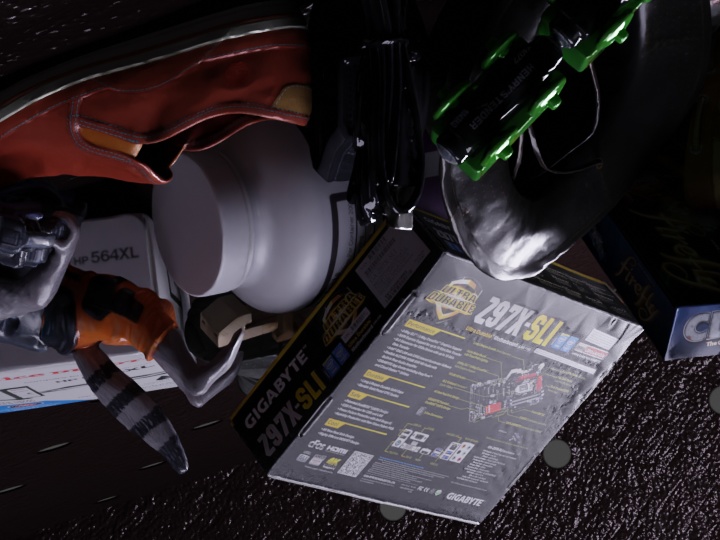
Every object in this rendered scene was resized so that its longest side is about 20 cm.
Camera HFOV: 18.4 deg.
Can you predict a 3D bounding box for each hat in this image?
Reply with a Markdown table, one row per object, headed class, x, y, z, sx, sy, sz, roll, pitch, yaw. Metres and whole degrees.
| class | x | y | z | sx | sy | sz | roll | pitch | yaw |
| --- | --- | --- | --- | --- | --- | --- | --- | --- | --- |
| hat | 0.083 | -0.100 | 1.073 | 0.081 | 0.202 | 0.200 | 28 | -157 | 36 |

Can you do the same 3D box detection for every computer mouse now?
| class | x | y | z | sx | sy | sz | roll | pitch | yaw |
| --- | --- | --- | --- | --- | --- | --- | --- | --- | --- |
| computer mouse | 0.010 | -0.084 | 0.980 | 0.052 | 0.140 | 0.200 | -2 | 179 | -7 |

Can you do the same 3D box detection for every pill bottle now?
| class | x | y | z | sx | sy | sz | roll | pitch | yaw |
| --- | --- | --- | --- | --- | --- | --- | --- | --- | --- |
| pill bottle | -0.010 | -0.041 | 1.217 | 0.199 | 0.113 | 0.112 | -11 | 169 | -33 |

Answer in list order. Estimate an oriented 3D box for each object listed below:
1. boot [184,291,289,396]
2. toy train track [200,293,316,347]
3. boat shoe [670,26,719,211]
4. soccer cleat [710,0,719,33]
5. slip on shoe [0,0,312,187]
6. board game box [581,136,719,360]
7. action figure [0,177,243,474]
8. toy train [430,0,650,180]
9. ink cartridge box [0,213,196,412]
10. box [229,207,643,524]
| class | x | y | z | sx | sy | sz | roll | pitch | yaw |
| --- | --- | --- | --- | --- | --- | --- | --- | --- | --- |
| boot | -0.002 | 0.050 | 1.382 | 0.198 | 0.068 | 0.131 | 3 | 164 | 21 |
| toy train track | 0.000 | 0.000 | 1.286 | 0.199 | 0.033 | 0.115 | -16 | -144 | -28 |
| boat shoe | 0.195 | -0.097 | 1.187 | 0.073 | 0.076 | 0.201 | -7 | -148 | 10 |
| soccer cleat | 0.135 | -0.110 | 1.165 | 0.198 | 0.086 | 0.069 | -19 | 171 | 12 |
| slip on shoe | -0.111 | -0.067 | 1.029 | 0.198 | 0.062 | 0.074 | -17 | 174 | 16 |
| board game box | 0.184 | -0.030 | 1.184 | 0.134 | 0.200 | 0.035 | -5 | 126 | -19 |
| action figure | -0.155 | 0.018 | 1.110 | 0.192 | 0.105 | 0.200 | 25 | -175 | 1 |
| toy train | 0.104 | -0.117 | 0.963 | 0.200 | 0.042 | 0.056 | -46 | 174 | -5 |
| ink cartridge box | -0.182 | 0.029 | 1.347 | 0.144 | 0.085 | 0.200 | -8 | 172 | 1 |
| box | 0.046 | 0.057 | 1.234 | 0.199 | 0.049 | 0.160 | 18 | 114 | -48 |
